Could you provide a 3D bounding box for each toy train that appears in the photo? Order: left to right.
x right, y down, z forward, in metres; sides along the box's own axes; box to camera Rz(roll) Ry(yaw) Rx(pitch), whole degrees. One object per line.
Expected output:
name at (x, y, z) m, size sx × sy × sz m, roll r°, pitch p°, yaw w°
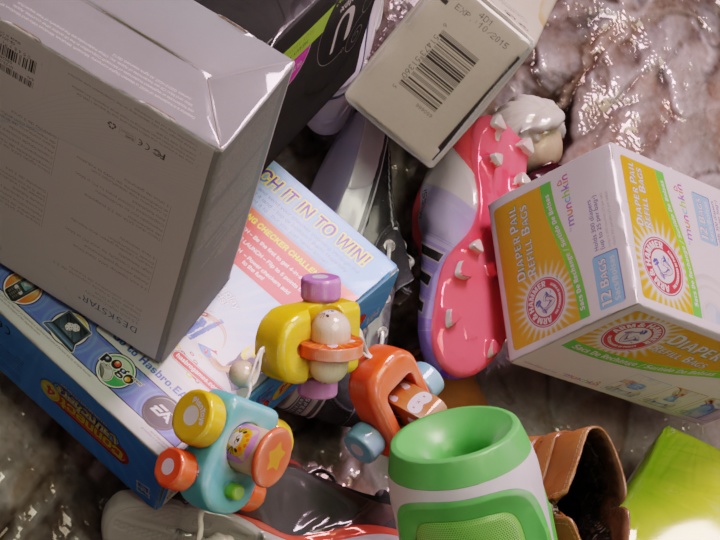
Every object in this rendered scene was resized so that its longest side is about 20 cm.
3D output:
toy train at (-0.021, 0.091, 1.335) m, size 0.200 × 0.056 × 0.150 m, roll -41°, pitch 127°, yaw -32°

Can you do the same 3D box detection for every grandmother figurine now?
grandmother figurine at (0.135, -0.024, 1.596) m, size 0.121 × 0.061 × 0.200 m, roll 3°, pitch 64°, yaw -58°

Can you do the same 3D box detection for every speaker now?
speaker at (0.071, 0.181, 1.357) m, size 0.088 × 0.088 × 0.200 m, roll -26°, pitch 113°, yaw -35°

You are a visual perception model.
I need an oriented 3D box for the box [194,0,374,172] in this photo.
box at (-0.107, -0.162, 1.350) m, size 0.200 × 0.124 × 0.149 m, roll 31°, pitch 48°, yaw 12°

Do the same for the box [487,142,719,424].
box at (0.185, 0.012, 1.503) m, size 0.200 × 0.101 × 0.113 m, roll 19°, pitch 55°, yaw -42°

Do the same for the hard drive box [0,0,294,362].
hard drive box at (-0.135, -0.065, 1.278) m, size 0.156 × 0.200 × 0.077 m, roll 32°, pitch 54°, yaw 7°

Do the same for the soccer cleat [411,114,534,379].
soccer cleat at (0.061, -0.011, 1.519) m, size 0.067 × 0.076 × 0.200 m, roll 35°, pitch 49°, yaw -30°

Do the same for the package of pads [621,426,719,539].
package of pads at (0.207, 0.206, 1.502) m, size 0.154 × 0.068 × 0.200 m, roll 24°, pitch 55°, yaw 17°

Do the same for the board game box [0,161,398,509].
board game box at (-0.117, 0.004, 1.393) m, size 0.200 × 0.056 × 0.196 m, roll 41°, pitch 57°, yaw 14°

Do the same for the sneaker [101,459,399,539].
sneaker at (-0.062, 0.147, 1.418) m, size 0.200 × 0.077 × 0.082 m, roll 14°, pitch 39°, yaw -27°

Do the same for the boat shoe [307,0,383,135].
boat shoe at (-0.022, -0.173, 1.557) m, size 0.073 × 0.067 × 0.200 m, roll 7°, pitch 50°, yaw 7°

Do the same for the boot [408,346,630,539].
boot at (0.089, 0.118, 1.448) m, size 0.077 × 0.155 × 0.200 m, roll 5°, pitch 65°, yaw -28°

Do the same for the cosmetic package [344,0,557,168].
cosmetic package at (0.060, -0.140, 1.502) m, size 0.071 × 0.105 × 0.200 m, roll 40°, pitch 18°, yaw -3°

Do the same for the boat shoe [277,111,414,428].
boat shoe at (0.000, 0.000, 1.496) m, size 0.068 × 0.072 × 0.200 m, roll 19°, pitch 65°, yaw -20°
